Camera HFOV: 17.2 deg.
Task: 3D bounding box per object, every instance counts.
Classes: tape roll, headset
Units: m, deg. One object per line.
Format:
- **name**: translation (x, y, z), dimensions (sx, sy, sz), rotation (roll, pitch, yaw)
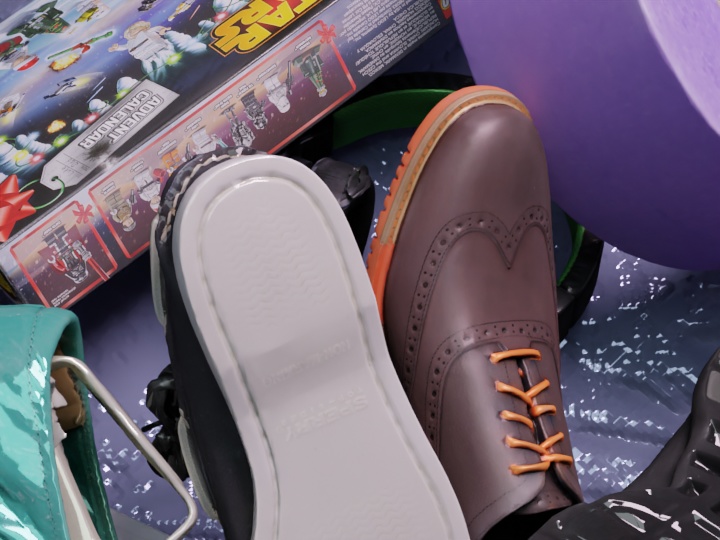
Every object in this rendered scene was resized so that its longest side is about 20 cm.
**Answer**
- **tape roll**: translation (0.129, -0.105, 0.808), dimensions (0.200, 0.085, 0.200), rotation (11, 72, -35)
- **headset**: translation (0.000, 0.000, 0.824), dimensions (0.123, 0.094, 0.200), rotation (37, 64, 20)

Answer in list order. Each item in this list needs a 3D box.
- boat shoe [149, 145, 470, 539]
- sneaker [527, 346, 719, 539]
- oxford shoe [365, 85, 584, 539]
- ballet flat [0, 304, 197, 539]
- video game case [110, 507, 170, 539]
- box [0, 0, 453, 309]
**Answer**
- **boat shoe**: translation (-0.019, 0.059, 0.733), dimensions (0.074, 0.060, 0.200), rotation (-22, 103, -14)
- **sneaker**: translation (0.100, 0.096, 0.734), dimensions (0.075, 0.079, 0.200), rotation (34, 48, 19)
- **oxford shoe**: translation (0.046, 0.043, 0.759), dimensions (0.071, 0.201, 0.072), rotation (-8, 16, -34)
- **ballet flat**: translation (-0.076, 0.101, 0.718), dimensions (0.070, 0.067, 0.200), rotation (-22, 84, 8)
- **video game case**: translation (-0.152, 0.146, 0.779), dimensions (0.182, 0.024, 0.200), rotation (23, 54, 16)
- **box**: translation (-0.071, -0.076, 0.863), dimensions (0.200, 0.040, 0.137), rotation (-38, 37, -13)
